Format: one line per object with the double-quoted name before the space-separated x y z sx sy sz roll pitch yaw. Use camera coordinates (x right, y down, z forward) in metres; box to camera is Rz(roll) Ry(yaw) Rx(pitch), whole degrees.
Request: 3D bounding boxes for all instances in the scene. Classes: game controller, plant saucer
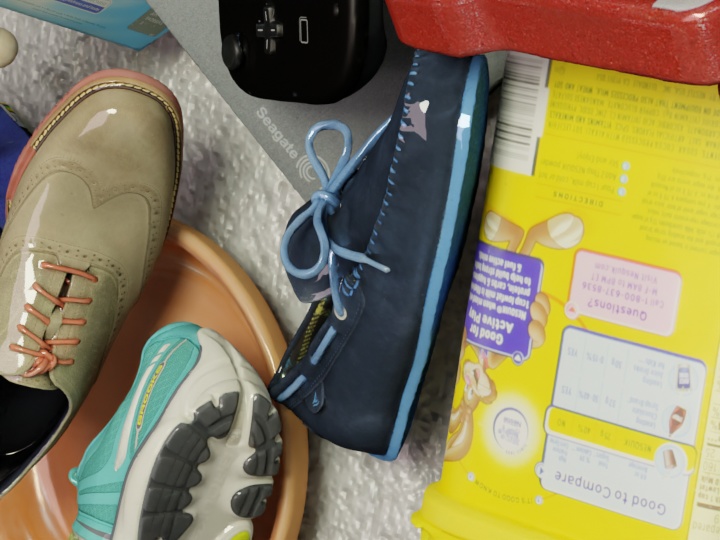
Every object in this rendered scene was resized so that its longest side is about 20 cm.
"game controller" -0.024 -0.161 0.743 0.104 0.042 0.201 -161 67 -67
"plant saucer" -0.096 0.073 0.919 0.199 0.037 0.202 2 93 39

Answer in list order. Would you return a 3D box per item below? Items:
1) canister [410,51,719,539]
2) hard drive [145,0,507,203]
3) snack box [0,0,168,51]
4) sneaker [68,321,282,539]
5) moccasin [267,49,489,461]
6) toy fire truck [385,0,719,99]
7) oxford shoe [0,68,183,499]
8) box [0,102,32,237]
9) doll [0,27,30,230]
"canister" 0.104 0.021 0.728 0.148 0.086 0.201 15 100 36
"hard drive" 0.013 -0.128 0.799 0.200 0.033 0.140 -40 88 33
"snack box" -0.146 -0.196 0.874 0.037 0.116 0.201 -32 66 28
"sneaker" -0.091 0.114 0.863 0.080 0.077 0.201 49 119 49
"moccasin" 0.000 0.000 0.767 0.068 0.081 0.201 18 131 4
"toy fire truck" 0.120 -0.129 0.652 0.167 0.200 0.112 19 144 45
"oxford shoe" -0.120 0.012 0.852 0.075 0.070 0.201 -98 27 -56
"box" -0.240 -0.045 0.918 0.064 0.199 0.070 46 119 42
"doll" -0.195 -0.065 0.844 0.136 0.200 0.049 -19 49 11
